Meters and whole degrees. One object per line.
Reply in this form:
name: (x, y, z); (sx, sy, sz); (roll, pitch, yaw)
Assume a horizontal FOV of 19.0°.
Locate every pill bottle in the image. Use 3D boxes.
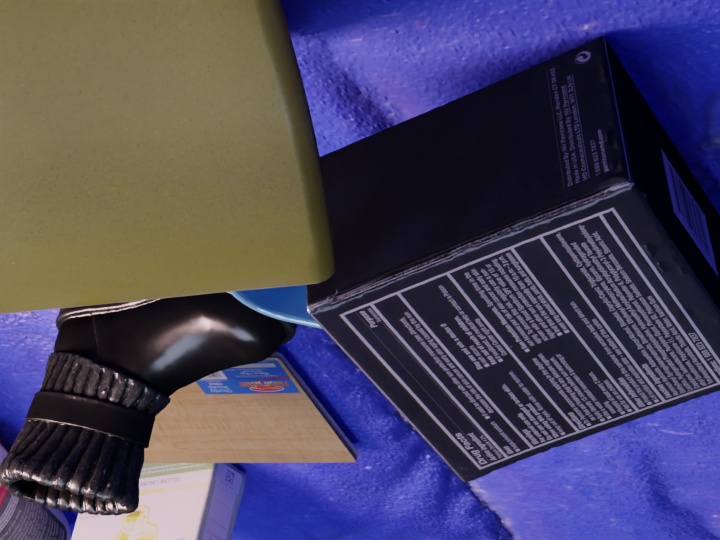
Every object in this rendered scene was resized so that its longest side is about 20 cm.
pill bottle: (-0.314, 0.221, 1.825); (0.111, 0.111, 0.200); (0, 146, 23)

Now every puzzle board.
puzzle board: (-0.118, 0.104, 1.647); (0.200, 0.017, 0.151); (-3, 144, 26)

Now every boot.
boot: (-0.146, 0.090, 1.497); (0.211, 0.158, 0.079); (-9, 142, 34)

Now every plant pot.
plant pot: (-0.124, -0.115, 1.101); (0.200, 0.200, 0.177); (-6, 132, -9)

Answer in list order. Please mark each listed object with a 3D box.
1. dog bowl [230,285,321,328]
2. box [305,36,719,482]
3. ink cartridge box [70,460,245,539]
dog bowl: (0.000, 0.000, 1.397); (0.200, 0.050, 0.112); (12, 149, 5)
box: (0.098, -0.002, 1.241); (0.198, 0.123, 0.200); (-22, 136, 19)
ink cartridge box: (-0.177, 0.253, 1.732); (0.145, 0.200, 0.048); (-11, 143, 36)
